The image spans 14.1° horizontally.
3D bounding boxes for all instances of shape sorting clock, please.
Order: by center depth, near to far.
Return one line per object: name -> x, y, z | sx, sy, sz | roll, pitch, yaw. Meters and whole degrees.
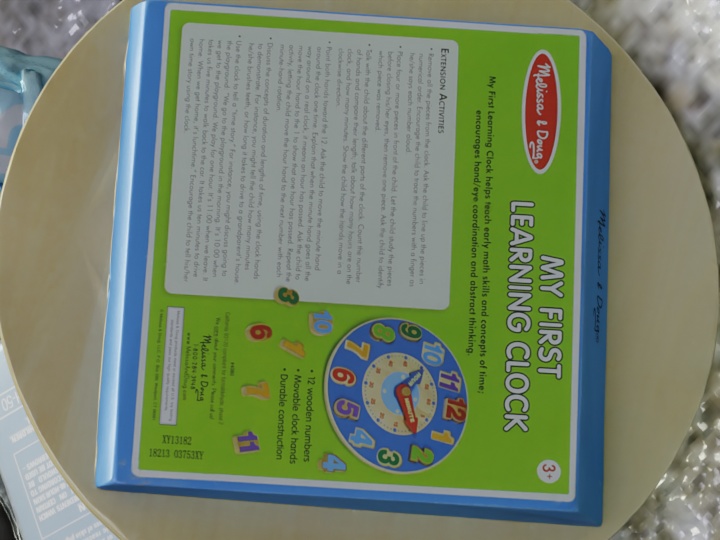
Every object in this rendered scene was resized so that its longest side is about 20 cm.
shape sorting clock -> 0.000, 0.000, 0.796 | 0.200, 0.039, 0.200 | 1, 72, -3

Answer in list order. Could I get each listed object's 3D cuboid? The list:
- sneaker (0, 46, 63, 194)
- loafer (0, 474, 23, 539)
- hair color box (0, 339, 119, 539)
sneaker -> -0.098, -0.032, 0.889 | 0.200, 0.082, 0.074 | 4, 88, 32
loafer -> -0.127, 0.084, 0.869 | 0.072, 0.073, 0.200 | -15, 46, -10
hair color box -> -0.033, 0.107, 0.826 | 0.061, 0.099, 0.200 | -29, 72, 25
